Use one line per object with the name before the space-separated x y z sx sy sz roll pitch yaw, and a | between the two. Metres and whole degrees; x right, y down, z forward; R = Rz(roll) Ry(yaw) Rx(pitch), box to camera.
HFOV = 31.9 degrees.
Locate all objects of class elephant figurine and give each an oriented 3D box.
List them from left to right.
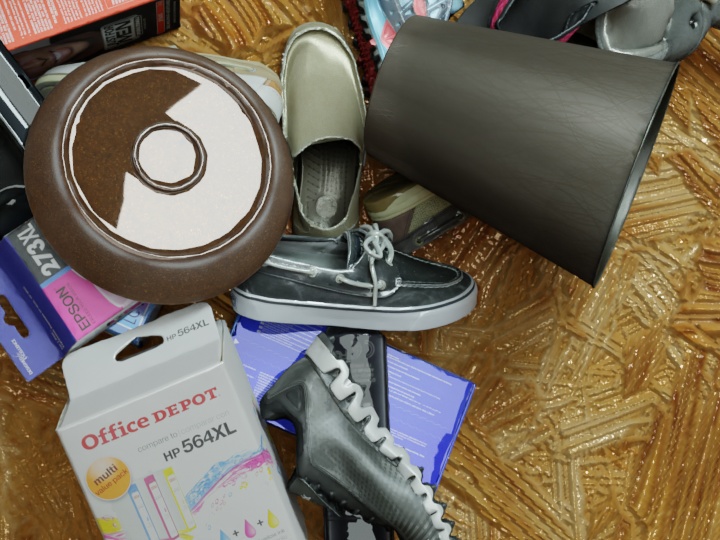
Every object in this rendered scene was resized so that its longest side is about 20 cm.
elephant figurine | 0.223 -0.218 1.045 0.201 0.155 0.141 53 36 -5

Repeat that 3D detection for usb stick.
usb stick | -0.003 0.143 0.968 0.055 0.033 0.203 -2 84 -1

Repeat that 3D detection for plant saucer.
plant saucer | -0.140 -0.077 0.908 0.197 0.035 0.203 5 70 -15

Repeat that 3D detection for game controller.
game controller | -0.292 -0.121 0.915 0.104 0.042 0.201 -34 100 7

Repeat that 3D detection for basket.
basket | 0.113 -0.104 0.938 0.198 0.136 0.182 21 71 13

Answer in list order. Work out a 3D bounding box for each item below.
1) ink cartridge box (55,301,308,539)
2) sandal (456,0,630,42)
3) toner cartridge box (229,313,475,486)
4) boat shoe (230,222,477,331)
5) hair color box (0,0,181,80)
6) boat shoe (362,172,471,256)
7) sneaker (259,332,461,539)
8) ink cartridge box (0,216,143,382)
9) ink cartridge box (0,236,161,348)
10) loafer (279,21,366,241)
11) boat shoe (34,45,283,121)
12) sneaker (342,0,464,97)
ink cartridge box | -0.129 0.139 0.913 0.127 0.125 0.202 -22 103 -2
sandal | 0.144 -0.205 0.982 0.199 0.045 0.076 -32 91 21
toner cartridge box | -0.017 0.096 1.009 0.198 0.043 0.096 24 79 -4
boat shoe | -0.001 -0.001 0.972 0.196 0.074 0.069 4 118 -10
hair color box | -0.243 -0.198 0.990 0.198 0.102 0.062 -21 87 -9
boat shoe | 0.096 -0.073 1.042 0.199 0.072 0.067 -26 111 -17
sneaker | -0.005 0.151 0.919 0.090 0.066 0.201 -34 84 -6
ink cartridge box | -0.190 -0.015 0.930 0.199 0.037 0.095 -36 88 -10
ink cartridge box | -0.235 -0.040 0.983 0.198 0.076 0.138 23 79 -3
loafer | -0.026 -0.108 1.024 0.075 0.068 0.203 -4 83 -9
boat shoe | -0.160 -0.139 1.014 0.197 0.075 0.069 9 52 1
sneaker | 0.036 -0.226 1.054 0.094 0.079 0.203 -13 93 -15
